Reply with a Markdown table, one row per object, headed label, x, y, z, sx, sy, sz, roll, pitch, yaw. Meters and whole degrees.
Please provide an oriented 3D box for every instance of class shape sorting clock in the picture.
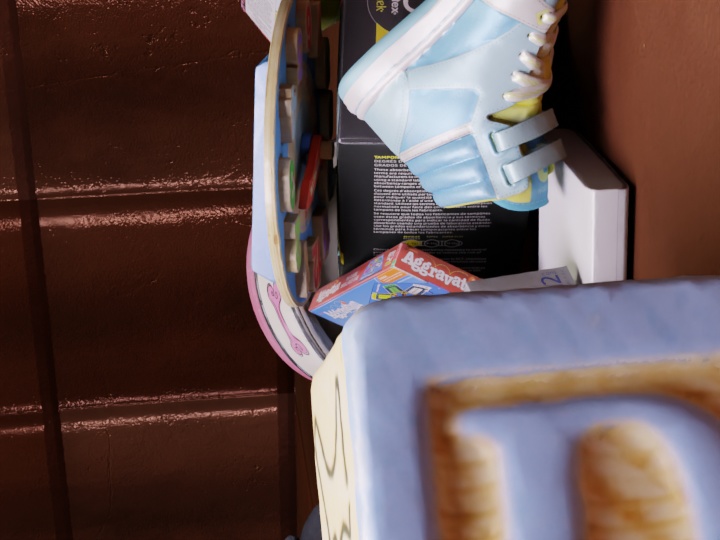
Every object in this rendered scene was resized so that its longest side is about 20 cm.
| label | x | y | z | sx | sy | sz | roll | pitch | yaw |
| --- | --- | --- | --- | --- | --- | --- | --- | --- | --- |
| shape sorting clock | -0.036 | -0.077 | 1.081 | 0.200 | 0.039 | 0.202 | 5 | -90 | -84 |

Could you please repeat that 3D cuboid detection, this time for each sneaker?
| label | x | y | z | sx | sy | sz | roll | pitch | yaw |
| --- | --- | --- | --- | --- | --- | --- | --- | --- | --- |
| sneaker | 0.094 | -0.112 | 0.958 | 0.131 | 0.200 | 0.079 | 54 | -148 | 5 |

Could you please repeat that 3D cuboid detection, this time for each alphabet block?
| label | x | y | z | sx | sy | sz | roll | pitch | yaw |
| --- | --- | --- | --- | --- | --- | --- | --- | --- | --- |
| alphabet block | 0.086 | 0.114 | 0.711 | 0.200 | 0.195 | 0.197 | 122 | 145 | -79 |

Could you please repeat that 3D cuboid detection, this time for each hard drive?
| label | x | y | z | sx | sy | sz | roll | pitch | yaw |
| --- | --- | --- | --- | --- | --- | --- | --- | --- | --- |
| hard drive | 0.129 | 0.030 | 1.020 | 0.132 | 0.026 | 0.202 | -110 | 17 | -70 |

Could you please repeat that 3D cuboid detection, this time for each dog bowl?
| label | x | y | z | sx | sy | sz | roll | pitch | yaw |
| --- | --- | --- | --- | --- | --- | --- | --- | --- | --- |
| dog bowl | 0.000 | 0.000 | 1.288 | 0.074 | 0.199 | 0.202 | -14 | 77 | 48 |

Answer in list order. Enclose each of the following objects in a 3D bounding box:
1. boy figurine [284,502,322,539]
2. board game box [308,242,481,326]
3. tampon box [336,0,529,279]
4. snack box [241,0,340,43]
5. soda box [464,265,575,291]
| label | x | y | z | sx | sy | sz | roll | pitch | yaw |
| --- | --- | --- | --- | --- | --- | --- | --- | --- | --- |
| boy figurine | 0.041 | 0.213 | 1.051 | 0.124 | 0.199 | 0.065 | -47 | 23 | 35 |
| board game box | 0.039 | 0.026 | 1.119 | 0.020 | 0.102 | 0.200 | -69 | 12 | -14 |
| tampon box | 0.047 | -0.094 | 1.135 | 0.200 | 0.125 | 0.151 | 91 | 180 | -62 |
| snack box | 0.016 | -0.242 | 1.129 | 0.053 | 0.199 | 0.142 | 51 | 160 | 17 |
| soda box | 0.111 | 0.091 | 0.907 | 0.069 | 0.063 | 0.201 | 96 | 160 | -44 |
